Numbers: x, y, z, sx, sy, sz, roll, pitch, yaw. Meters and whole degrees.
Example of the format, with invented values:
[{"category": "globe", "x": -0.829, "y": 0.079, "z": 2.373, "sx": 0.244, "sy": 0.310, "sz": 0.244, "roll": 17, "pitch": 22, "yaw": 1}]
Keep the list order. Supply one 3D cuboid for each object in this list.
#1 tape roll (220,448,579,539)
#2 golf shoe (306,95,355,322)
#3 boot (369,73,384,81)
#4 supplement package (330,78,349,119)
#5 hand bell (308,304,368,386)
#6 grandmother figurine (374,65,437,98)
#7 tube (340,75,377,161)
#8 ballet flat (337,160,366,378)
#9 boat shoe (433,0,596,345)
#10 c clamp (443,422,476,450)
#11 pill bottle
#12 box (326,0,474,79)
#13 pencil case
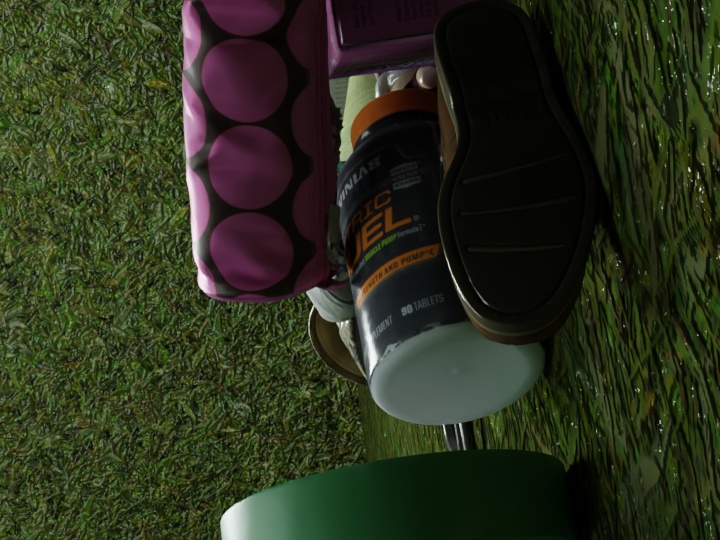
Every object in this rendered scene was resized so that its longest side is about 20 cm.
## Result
[{"category": "tape roll", "x": 0.022, "y": 0.150, "z": 0.806, "sx": 0.201, "sy": 0.198, "sz": 0.049, "roll": 91, "pitch": 170, "yaw": -70}, {"category": "golf shoe", "x": -0.045, "y": -0.055, "z": 0.989, "sx": 0.097, "sy": 0.078, "sz": 0.202, "roll": 121, "pitch": 133, "yaw": -62}, {"category": "boot", "x": -0.057, "y": -0.224, "z": 1.149, "sx": 0.065, "sy": 0.199, "sz": 0.186, "roll": -61, "pitch": -26, "yaw": -5}, {"category": "supplement package", "x": -0.040, "y": -0.202, "z": 1.409, "sx": 0.200, "sy": 0.154, "sz": 0.112, "roll": -106, "pitch": 9, "yaw": -71}, {"category": "hand bell", "x": 0.030, "y": -0.002, "z": 1.238, "sx": 0.201, "sy": 0.103, "sz": 0.105, "roll": -68, "pitch": -23, "yaw": -53}, {"category": "grandmother figurine", "x": 0.047, "y": -0.099, "z": 1.063, "sx": 0.201, "sy": 0.060, "sz": 0.122, "roll": -98, "pitch": 25, "yaw": -55}, {"category": "tube", "x": 0.011, "y": -0.135, "z": 1.208, "sx": 0.201, "sy": 0.051, "sz": 0.058, "roll": -82, "pitch": -5, "yaw": -46}, {"category": "ballet flat", "x": 0.000, "y": 0.000, "z": 1.086, "sx": 0.075, "sy": 0.068, "sz": 0.201, "roll": 27, "pitch": 140, "yaw": 39}, {"category": "boat shoe", "x": 0.073, "y": -0.039, "z": 0.678, "sx": 0.068, "sy": 0.071, "sz": 0.201, "roll": 79, "pitch": -171, "yaw": -50}, {"category": "c clamp", "x": 0.077, "y": 0.106, "z": 1.256, "sx": 0.200, "sy": 0.027, "sz": 0.173, "roll": -110, "pitch": 12, "yaw": -77}, {"category": "pill bottle", "x": 0.042, "y": -0.016, "z": 0.872, "sx": 0.107, "sy": 0.105, "sz": 0.201, "roll": 86, "pitch": 175, "yaw": -53}, {"category": "box", "x": 0.016, "y": -0.222, "z": 0.898, "sx": 0.200, "sy": 0.096, "sz": 0.178, "roll": -141, "pitch": 43, "yaw": -86}, {"category": "pencil case", "x": -0.054, "y": -0.084, "z": 0.838, "sx": 0.090, "sy": 0.093, "sz": 0.202, "roll": -27, "pitch": -60, "yaw": -48}]
